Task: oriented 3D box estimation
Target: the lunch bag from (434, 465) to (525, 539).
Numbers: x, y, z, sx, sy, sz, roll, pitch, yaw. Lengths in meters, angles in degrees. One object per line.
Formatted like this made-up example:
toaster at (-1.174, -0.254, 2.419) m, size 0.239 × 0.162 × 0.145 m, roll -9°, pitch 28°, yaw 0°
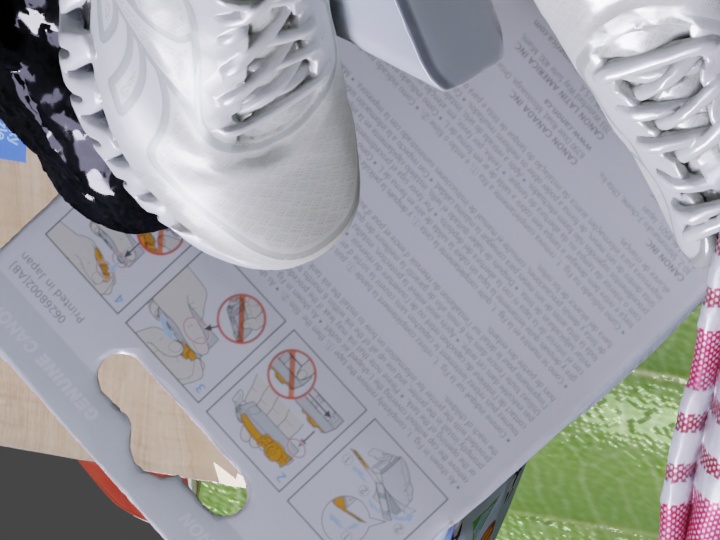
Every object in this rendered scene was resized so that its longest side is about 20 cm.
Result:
lunch bag at (0.025, 0.049, 0.988) m, size 0.075 × 0.161 × 0.200 m, roll 23°, pitch 149°, yaw 9°

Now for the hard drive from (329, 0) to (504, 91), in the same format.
hard drive at (-0.034, -0.132, 0.796) m, size 0.200 × 0.027 × 0.132 m, roll 34°, pitch 151°, yaw 61°

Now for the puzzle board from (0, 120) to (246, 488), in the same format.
puzzle board at (-0.092, -0.023, 1.012) m, size 0.150 × 0.017 × 0.201 m, roll 9°, pitch 114°, yaw 11°

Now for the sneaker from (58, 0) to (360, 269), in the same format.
sneaker at (-0.041, -0.076, 0.746) m, size 0.081 × 0.075 × 0.201 m, roll 29°, pitch 149°, yaw 48°

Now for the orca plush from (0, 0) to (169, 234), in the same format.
orca plush at (-0.089, -0.094, 0.787) m, size 0.105 × 0.071 × 0.201 m, roll 8°, pitch 118°, yaw 17°

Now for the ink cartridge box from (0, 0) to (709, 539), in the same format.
ink cartridge box at (0.000, 0.000, 0.879) m, size 0.162 × 0.200 × 0.050 m, roll 47°, pitch 180°, yaw 3°

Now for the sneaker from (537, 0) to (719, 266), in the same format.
sneaker at (0.101, -0.050, 0.775) m, size 0.075 × 0.081 × 0.200 m, roll -9°, pitch 149°, yaw 34°

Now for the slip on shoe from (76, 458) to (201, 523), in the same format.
slip on shoe at (-0.134, 0.048, 1.211) m, size 0.074 × 0.061 × 0.200 m, roll 2°, pitch 140°, yaw 34°

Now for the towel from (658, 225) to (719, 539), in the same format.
towel at (0.150, -0.006, 0.764) m, size 0.030 × 0.146 × 0.201 m, roll 32°, pitch 124°, yaw 40°
